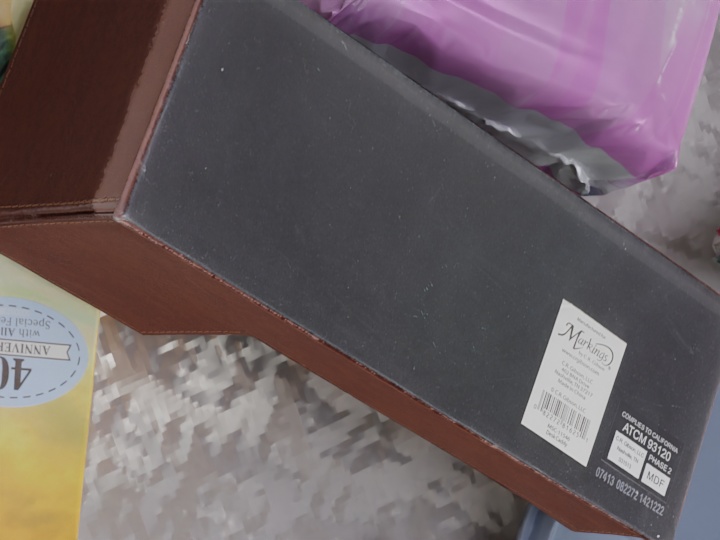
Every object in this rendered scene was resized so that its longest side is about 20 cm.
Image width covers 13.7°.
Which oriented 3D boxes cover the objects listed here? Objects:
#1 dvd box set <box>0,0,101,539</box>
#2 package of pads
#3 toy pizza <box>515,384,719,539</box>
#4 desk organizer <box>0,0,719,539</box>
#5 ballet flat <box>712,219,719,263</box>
[{"bbox_3d":[-0.131,-0.019,0.740,0.146,0.029,0.201,10,82,-30],"label":"dvd box set"},{"bbox_3d":[0.049,-0.133,0.826,0.120,0.076,0.201,23,76,-28],"label":"package of pads"},{"bbox_3d":[0.118,0.110,0.882,0.200,0.032,0.201,1,88,-32],"label":"toy pizza"},{"bbox_3d":[0.000,0.000,0.768,0.200,0.077,0.072,32,68,-36],"label":"desk organizer"},{"bbox_3d":[0.181,-0.013,0.906,0.199,0.075,0.064,14,75,-39],"label":"ballet flat"}]
